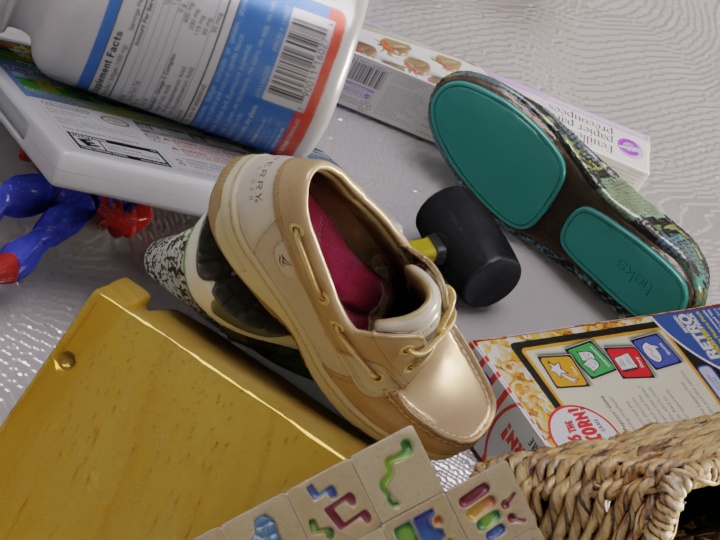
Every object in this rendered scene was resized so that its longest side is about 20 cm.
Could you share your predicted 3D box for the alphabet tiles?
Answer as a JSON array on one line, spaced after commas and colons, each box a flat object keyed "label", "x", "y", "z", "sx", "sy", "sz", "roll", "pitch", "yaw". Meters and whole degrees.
[{"label": "alphabet tiles", "x": 0.002, "y": 0.172, "z": 1.288, "sx": 0.199, "sy": 0.006, "sz": 0.167, "roll": -27, "pitch": 93, "yaw": -18}]

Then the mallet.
[{"label": "mallet", "x": 0.000, "y": 0.000, "z": 1.580, "sx": 0.199, "sy": 0.041, "sz": 0.066, "roll": -12, "pitch": 50, "yaw": -38}]

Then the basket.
[{"label": "basket", "x": 0.172, "y": 0.145, "z": 1.394, "sx": 0.199, "sy": 0.149, "sz": 0.144, "roll": -8, "pitch": 93, "yaw": -41}]

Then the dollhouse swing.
[{"label": "dollhouse swing", "x": -0.069, "y": 0.120, "z": 1.391, "sx": 0.200, "sy": 0.176, "sz": 0.182, "roll": 33, "pitch": 78, "yaw": 4}]

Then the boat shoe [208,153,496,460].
[{"label": "boat shoe", "x": 0.009, "y": 0.020, "z": 1.417, "sx": 0.200, "sy": 0.069, "sz": 0.074, "roll": 46, "pitch": 55, "yaw": -30}]

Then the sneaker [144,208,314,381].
[{"label": "sneaker", "x": -0.030, "y": 0.023, "z": 1.492, "sx": 0.200, "sy": 0.088, "sz": 0.077, "roll": 37, "pitch": 68, "yaw": -34}]

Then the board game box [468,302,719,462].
[{"label": "board game box", "x": 0.161, "y": 0.095, "z": 1.567, "sx": 0.199, "sy": 0.046, "sz": 0.152, "roll": -6, "pitch": 50, "yaw": -39}]

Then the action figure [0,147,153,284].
[{"label": "action figure", "x": -0.152, "y": -0.035, "z": 1.491, "sx": 0.065, "sy": 0.052, "sz": 0.200, "roll": 37, "pitch": 25, "yaw": 13}]

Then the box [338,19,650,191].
[{"label": "box", "x": 0.074, "y": -0.091, "z": 1.730, "sx": 0.199, "sy": 0.042, "sz": 0.039, "roll": 21, "pitch": 38, "yaw": -12}]

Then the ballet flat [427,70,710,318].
[{"label": "ballet flat", "x": 0.122, "y": -0.041, "z": 1.689, "sx": 0.200, "sy": 0.074, "sz": 0.074, "roll": 46, "pitch": 39, "yaw": 9}]

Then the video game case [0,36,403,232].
[{"label": "video game case", "x": -0.099, "y": -0.067, "z": 1.535, "sx": 0.199, "sy": 0.022, "sz": 0.182, "roll": 12, "pitch": 19, "yaw": -30}]

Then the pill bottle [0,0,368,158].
[{"label": "pill bottle", "x": -0.104, "y": -0.138, "z": 1.516, "sx": 0.199, "sy": 0.113, "sz": 0.112, "roll": 19, "pitch": 38, "yaw": -9}]
